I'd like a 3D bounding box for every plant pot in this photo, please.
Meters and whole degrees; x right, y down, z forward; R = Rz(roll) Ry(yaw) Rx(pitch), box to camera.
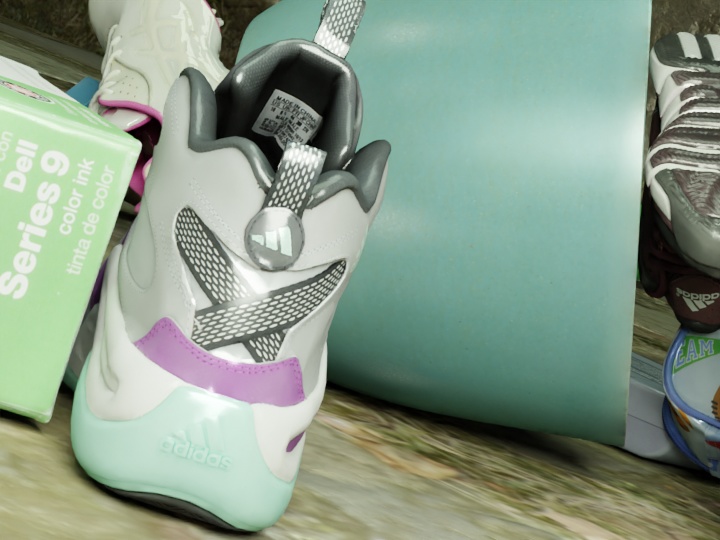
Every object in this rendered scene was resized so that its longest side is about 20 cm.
[{"bbox_3d":[0.032,-0.036,0.884,0.160,0.202,0.201,4,3,7],"label":"plant pot"}]

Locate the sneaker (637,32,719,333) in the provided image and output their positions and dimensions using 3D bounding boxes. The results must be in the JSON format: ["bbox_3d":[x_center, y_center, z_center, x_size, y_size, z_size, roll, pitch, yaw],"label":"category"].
[{"bbox_3d":[0.149,-0.013,0.905,0.075,0.116,0.200,6,27,5],"label":"sneaker"}]

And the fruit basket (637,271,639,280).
[{"bbox_3d":[0.315,-0.060,2.771,0.185,0.094,0.200,23,25,22],"label":"fruit basket"}]

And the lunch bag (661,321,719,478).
[{"bbox_3d":[0.244,0.044,0.974,0.199,0.161,0.076,25,-20,20],"label":"lunch bag"}]

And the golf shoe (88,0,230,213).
[{"bbox_3d":[-0.109,-0.094,1.143,0.091,0.076,0.200,-11,41,-28],"label":"golf shoe"}]

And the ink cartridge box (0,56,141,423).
[{"bbox_3d":[-0.179,-0.039,0.618,0.199,0.088,0.145,17,6,-22],"label":"ink cartridge box"}]

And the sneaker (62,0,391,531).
[{"bbox_3d":[-0.032,-0.016,0.635,0.077,0.140,0.200,19,5,-15],"label":"sneaker"}]

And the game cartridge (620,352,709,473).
[{"bbox_3d":[0.116,0.055,1.120,0.133,0.041,0.200,21,3,-43],"label":"game cartridge"}]

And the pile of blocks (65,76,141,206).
[{"bbox_3d":[-0.133,-0.076,1.249,0.200,0.082,0.062,15,7,-44],"label":"pile of blocks"}]
